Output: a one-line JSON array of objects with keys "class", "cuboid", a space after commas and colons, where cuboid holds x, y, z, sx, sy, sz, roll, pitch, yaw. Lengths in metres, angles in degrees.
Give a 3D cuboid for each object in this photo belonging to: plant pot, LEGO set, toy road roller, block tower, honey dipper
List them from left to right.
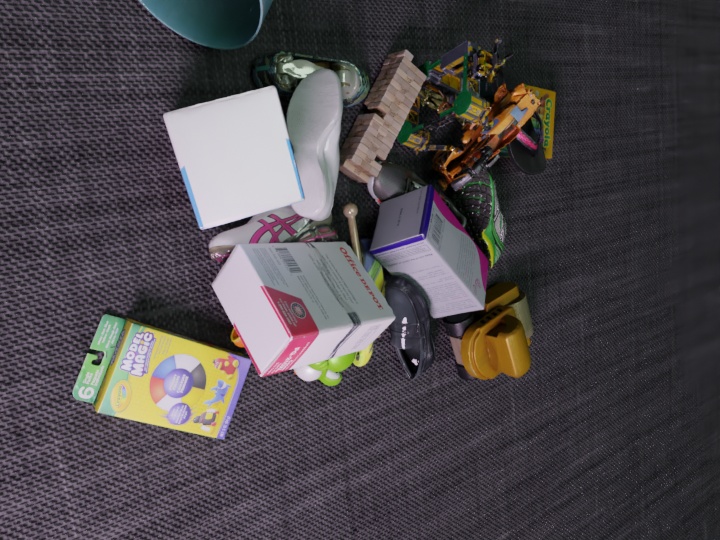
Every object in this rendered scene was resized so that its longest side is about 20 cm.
[{"class": "plant pot", "cuboid": [-0.170, -0.396, 0.677, 0.200, 0.199, 0.162, 39, 61, -30]}, {"class": "honey dipper", "cuboid": [0.000, 0.000, 0.855, 0.038, 0.038, 0.203, -7, 89, -33]}, {"class": "block tower", "cuboid": [0.032, -0.237, 0.897, 0.057, 0.054, 0.202, 29, 83, -33]}, {"class": "LEGO set", "cuboid": [0.157, -0.263, 0.917, 0.115, 0.199, 0.156, 12, 68, -33]}, {"class": "toy road roller", "cuboid": [0.257, 0.117, 1.035, 0.199, 0.145, 0.124, -28, 110, -28]}]

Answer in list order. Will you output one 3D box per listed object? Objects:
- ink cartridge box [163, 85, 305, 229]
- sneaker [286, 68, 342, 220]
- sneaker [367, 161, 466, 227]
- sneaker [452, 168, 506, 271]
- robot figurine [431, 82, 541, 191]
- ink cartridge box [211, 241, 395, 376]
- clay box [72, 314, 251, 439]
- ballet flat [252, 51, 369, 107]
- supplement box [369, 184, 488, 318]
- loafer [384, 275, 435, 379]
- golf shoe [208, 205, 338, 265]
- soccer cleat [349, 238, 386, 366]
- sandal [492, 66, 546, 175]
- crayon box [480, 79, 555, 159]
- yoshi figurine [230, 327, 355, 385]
[{"class": "ink cartridge box", "cuboid": [-0.159, -0.139, 0.712, 0.124, 0.200, 0.130, -18, 105, -13]}, {"class": "sneaker", "cuboid": [-0.056, -0.169, 0.800, 0.088, 0.074, 0.203, 12, 84, -72]}, {"class": "sneaker", "cuboid": [0.101, -0.120, 0.945, 0.199, 0.081, 0.078, 25, 81, -33]}, {"class": "sneaker", "cuboid": [0.216, -0.097, 1.028, 0.085, 0.077, 0.202, -41, 135, -35]}, {"class": "robot figurine", "cuboid": [0.193, -0.214, 0.947, 0.058, 0.145, 0.200, 43, 96, -18]}, {"class": "ink cartridge box", "cuboid": [-0.070, 0.041, 0.766, 0.199, 0.084, 0.146, -5, 54, -50]}, {"class": "clay box", "cuboid": [-0.253, 0.140, 0.754, 0.198, 0.047, 0.116, 24, 81, -34]}, {"class": "ballet flat", "cuboid": [-0.056, -0.275, 0.834, 0.198, 0.074, 0.075, -9, 100, -33]}, {"class": "supplement box", "cuboid": [0.116, -0.023, 0.922, 0.200, 0.102, 0.102, 44, 46, -35]}, {"class": "loafer", "cuboid": [0.078, 0.096, 0.935, 0.071, 0.067, 0.202, -55, 139, -37]}, {"class": "golf shoe", "cuboid": [-0.127, -0.062, 0.811, 0.198, 0.072, 0.093, -17, 88, -40]}, {"class": "soccer cleat", "cuboid": [0.014, 0.051, 0.915, 0.083, 0.064, 0.203, -3, 96, -36]}, {"class": "sandal", "cuboid": [0.286, -0.258, 1.017, 0.075, 0.045, 0.202, -36, 113, -25]}, {"class": "crayon box", "cuboid": [0.300, -0.277, 1.083, 0.198, 0.051, 0.128, -2, 96, -34]}, {"class": "yoshi figurine", "cuboid": [-0.083, 0.097, 0.832, 0.199, 0.111, 0.114, 36, 69, -34]}]
